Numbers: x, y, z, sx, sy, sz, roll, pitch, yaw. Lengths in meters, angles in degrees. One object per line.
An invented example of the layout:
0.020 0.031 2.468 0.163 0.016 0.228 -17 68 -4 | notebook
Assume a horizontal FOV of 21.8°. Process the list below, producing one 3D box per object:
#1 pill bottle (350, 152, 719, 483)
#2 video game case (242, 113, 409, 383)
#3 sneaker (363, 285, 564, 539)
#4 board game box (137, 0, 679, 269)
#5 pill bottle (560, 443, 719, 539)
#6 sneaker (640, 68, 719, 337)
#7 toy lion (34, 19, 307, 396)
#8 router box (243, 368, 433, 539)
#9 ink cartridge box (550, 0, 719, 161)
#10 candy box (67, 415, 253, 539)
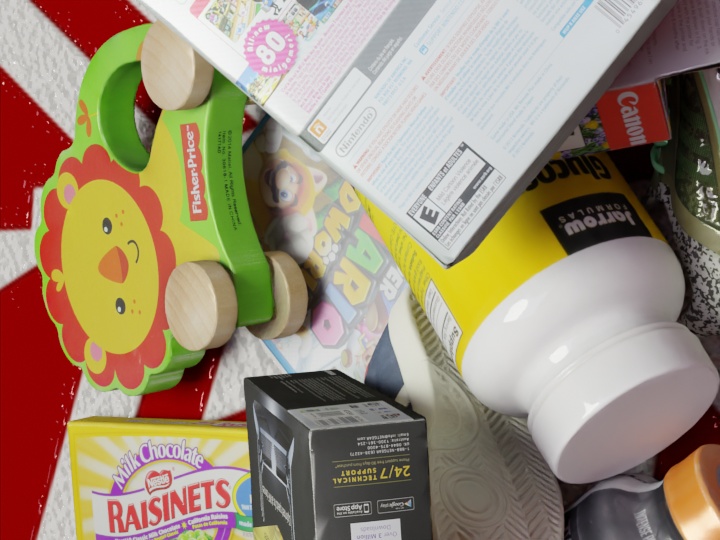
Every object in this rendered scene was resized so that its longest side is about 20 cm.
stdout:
0.078 -0.007 0.862 0.113 0.112 0.201 -47 57 26 | pill bottle
0.000 0.000 0.991 0.200 0.018 0.143 50 116 22 | video game case
0.040 0.101 0.881 0.201 0.074 0.085 -96 27 -49 | sneaker
0.009 -0.122 0.744 0.200 0.064 0.148 41 103 6 | board game box
0.112 0.166 0.868 0.200 0.106 0.107 -45 68 26 | pill bottle
0.156 -0.058 0.856 0.088 0.076 0.202 -19 77 45 | sneaker
-0.118 -0.032 1.030 0.191 0.068 0.202 -1 96 47 | toy lion
-0.011 0.134 0.846 0.200 0.052 0.159 -163 69 -78 | router box
0.093 -0.106 0.810 0.198 0.050 0.110 -10 59 13 | ink cartridge box
-0.085 0.135 1.041 0.199 0.026 0.103 -2 92 38 | candy box
